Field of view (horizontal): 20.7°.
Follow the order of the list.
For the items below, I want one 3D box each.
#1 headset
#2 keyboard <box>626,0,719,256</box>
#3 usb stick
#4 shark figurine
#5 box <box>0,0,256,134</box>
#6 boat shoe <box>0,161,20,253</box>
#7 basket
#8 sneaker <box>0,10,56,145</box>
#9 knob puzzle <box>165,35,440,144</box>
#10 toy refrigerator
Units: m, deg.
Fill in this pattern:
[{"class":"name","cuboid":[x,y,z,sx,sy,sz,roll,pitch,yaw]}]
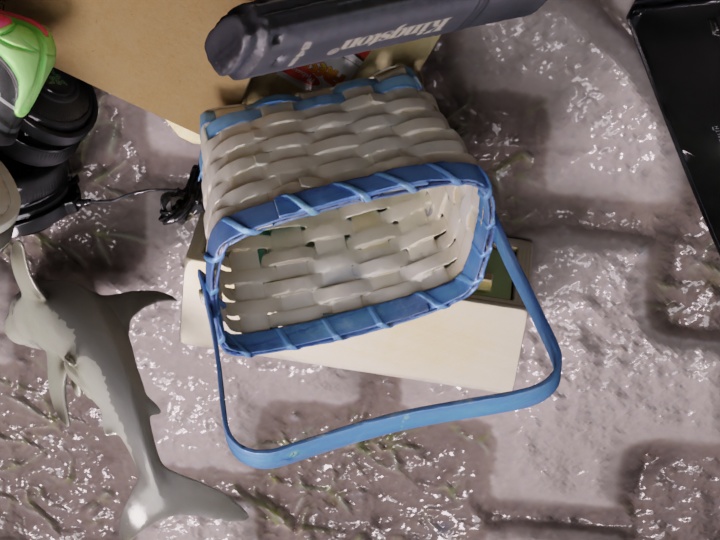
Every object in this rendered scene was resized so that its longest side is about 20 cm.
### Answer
[{"class":"headset","cuboid":[-0.185,-0.077,1.153,0.200,0.094,0.124,25,129,9]},{"class":"keyboard","cuboid":[0.230,-0.078,1.113,0.104,0.040,0.200,-2,128,37]},{"class":"usb stick","cuboid":[0.016,-0.132,0.994,0.055,0.200,0.033,-30,78,58]},{"class":"shark figurine","cuboid":[-0.139,0.051,1.165,0.089,0.214,0.128,-22,139,-25]},{"class":"box","cuboid":[-0.123,-0.149,1.024,0.163,0.021,0.200,25,152,-3]},{"class":"boat shoe","cuboid":[-0.267,-0.050,1.118,0.202,0.072,0.060,28,129,30]},{"class":"basket","cuboid":[0.000,0.000,1.046,0.176,0.200,0.139,-11,144,-6]},{"class":"sneaker","cuboid":[-0.254,-0.113,1.070,0.200,0.077,0.084,16,93,36]},{"class":"knob puzzle","cuboid":[-0.051,-0.151,1.095,0.219,0.030,0.220,4,125,6]},{"class":"toy refrigerator","cuboid":[-0.001,0.010,1.170,0.200,0.076,0.070,9,124,2]}]
